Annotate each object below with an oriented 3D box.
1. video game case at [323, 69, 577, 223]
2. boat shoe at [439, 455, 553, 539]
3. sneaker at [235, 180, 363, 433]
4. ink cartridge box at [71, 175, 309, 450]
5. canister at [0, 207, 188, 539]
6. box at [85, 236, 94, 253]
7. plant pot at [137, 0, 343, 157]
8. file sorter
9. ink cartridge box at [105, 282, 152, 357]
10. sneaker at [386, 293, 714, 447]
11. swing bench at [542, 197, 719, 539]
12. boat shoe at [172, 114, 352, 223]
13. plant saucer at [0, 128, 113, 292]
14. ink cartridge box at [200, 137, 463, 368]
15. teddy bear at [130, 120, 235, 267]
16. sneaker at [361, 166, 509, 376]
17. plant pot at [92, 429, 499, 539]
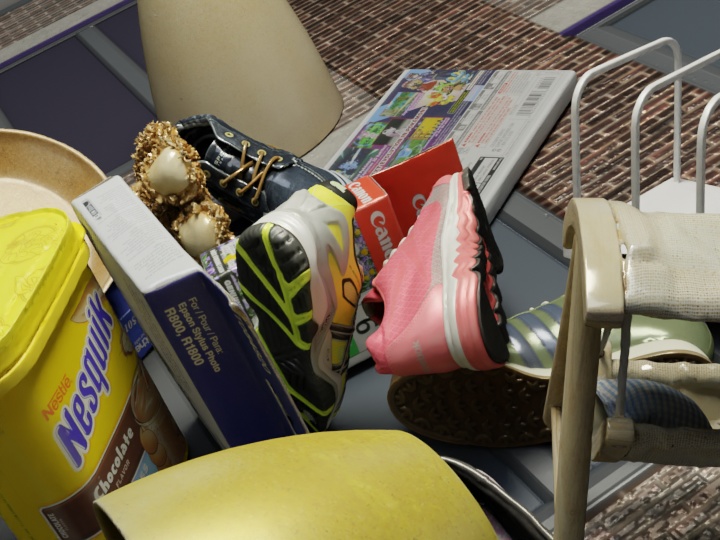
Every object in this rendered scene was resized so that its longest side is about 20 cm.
[{"bbox_3d":[0.072,-0.114,0.975,0.181,0.023,0.201,7,45,34],"label":"video game case"},{"bbox_3d":[0.084,0.167,0.567,0.066,0.057,0.200,-31,36,-13],"label":"boat shoe"},{"bbox_3d":[-0.027,0.031,0.695,0.075,0.201,0.076,32,55,20],"label":"sneaker"},{"bbox_3d":[-0.090,0.060,0.677,0.040,0.201,0.200,-33,35,-14],"label":"ink cartridge box"},{"bbox_3d":[-0.188,0.085,0.692,0.085,0.201,0.149,-9,37,17],"label":"canister"},{"bbox_3d":[-0.293,0.006,0.909,0.199,0.038,0.137,-39,44,-3],"label":"box"},{"bbox_3d":[-0.134,-0.219,1.066,0.185,0.201,0.188,-14,35,10],"label":"plant pot"},{"bbox_3d":[0.247,-0.063,0.699,0.138,0.126,0.199,-27,32,-37],"label":"file sorter"},{"bbox_3d":[-0.246,0.030,0.932,0.198,0.045,0.094,13,50,39],"label":"ink cartridge box"},{"bbox_3d":[0.120,0.054,0.697,0.198,0.068,0.090,-7,30,19],"label":"sneaker"},{"bbox_3d":[0.189,0.049,0.507,0.196,0.202,0.130,3,39,5],"label":"swing bench"},{"bbox_3d":[-0.088,-0.076,0.933,0.199,0.091,0.071,20,78,48],"label":"boat shoe"},{"bbox_3d":[-0.272,-0.018,0.818,0.197,0.036,0.202,5,55,-7],"label":"plant saucer"},{"bbox_3d":[0.000,0.000,0.782,0.198,0.110,0.050,-26,26,-6],"label":"ink cartridge box"},{"bbox_3d":[-0.139,-0.049,0.885,0.066,0.200,0.146,-34,80,-18],"label":"teddy bear"},{"bbox_3d":[0.041,-0.003,0.700,0.086,0.074,0.201,-17,26,14],"label":"sneaker"},{"bbox_3d":[-0.012,0.156,0.518,0.141,0.202,0.200,-30,36,-21],"label":"plant pot"}]
